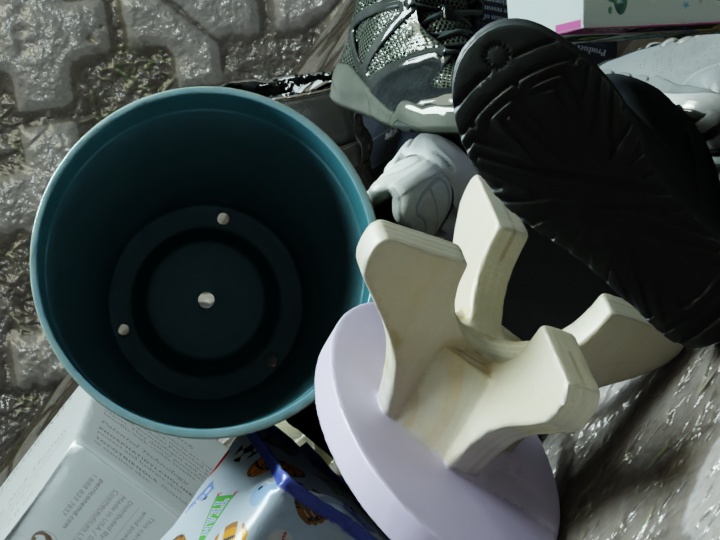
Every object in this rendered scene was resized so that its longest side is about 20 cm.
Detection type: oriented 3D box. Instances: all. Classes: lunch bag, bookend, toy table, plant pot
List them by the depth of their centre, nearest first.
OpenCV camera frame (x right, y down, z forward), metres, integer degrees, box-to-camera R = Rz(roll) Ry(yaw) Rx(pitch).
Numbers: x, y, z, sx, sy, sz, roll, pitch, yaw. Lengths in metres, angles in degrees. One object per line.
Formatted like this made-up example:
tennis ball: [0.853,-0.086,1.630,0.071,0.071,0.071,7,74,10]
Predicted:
toy table: [0.062,0.050,1.171,0.117,0.183,0.200,-59,40,27]
bookend: [0.065,0.032,1.392,0.199,0.092,0.200,-52,5,-16]
lunch bag: [-0.071,0.187,1.405,0.170,0.124,0.200,-52,20,-1]
plant pot: [-0.092,0.009,1.411,0.201,0.200,0.188,-55,-2,-9]

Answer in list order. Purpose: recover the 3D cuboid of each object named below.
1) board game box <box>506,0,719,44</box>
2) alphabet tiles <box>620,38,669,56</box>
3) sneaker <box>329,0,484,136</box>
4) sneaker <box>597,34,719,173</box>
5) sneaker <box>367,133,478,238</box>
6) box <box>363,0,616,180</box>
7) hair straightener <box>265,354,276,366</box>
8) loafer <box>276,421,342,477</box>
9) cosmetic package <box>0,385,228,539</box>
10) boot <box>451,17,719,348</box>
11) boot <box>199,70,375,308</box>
board game box: [0.186,-0.152,1.180,0.148,0.199,0.065,-164,69,-79]
alphabet tiles: [0.149,-0.078,1.594,0.196,0.015,0.200,-53,10,2]
sneaker: [0.048,-0.138,1.402,0.199,0.076,0.115,32,114,62]
sneaker: [0.205,-0.118,1.353,0.116,0.075,0.200,-49,20,-4]
sneaker: [0.000,0.000,1.499,0.081,0.075,0.200,-36,-20,-51]
box: [0.081,-0.162,1.580,0.200,0.123,0.198,154,123,-69]
hair straightener: [-0.002,0.026,1.616,0.200,0.041,0.077,-35,28,-7]
loafer: [-0.034,0.113,1.621,0.200,0.068,0.076,-54,10,-8]
cosmetic package: [-0.182,0.201,1.726,0.168,0.166,0.200,-51,9,11]
boot: [0.118,-0.064,1.186,0.076,0.200,0.168,-41,16,15]
boot: [-0.060,-0.051,1.578,0.199,0.175,0.069,-14,29,22]
